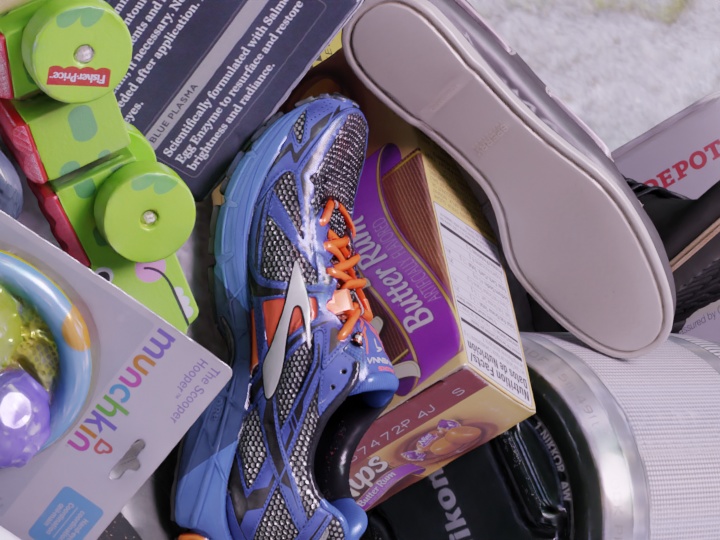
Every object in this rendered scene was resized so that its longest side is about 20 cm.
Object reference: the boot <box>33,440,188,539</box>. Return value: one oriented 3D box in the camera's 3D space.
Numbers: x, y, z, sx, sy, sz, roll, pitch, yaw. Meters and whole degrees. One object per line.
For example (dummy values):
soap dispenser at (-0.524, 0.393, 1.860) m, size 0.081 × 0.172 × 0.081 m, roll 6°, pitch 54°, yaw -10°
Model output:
boot at (-0.124, 0.046, 1.071) m, size 0.200 × 0.068 × 0.131 m, roll 57°, pitch 34°, yaw -14°

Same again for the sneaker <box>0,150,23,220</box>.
sneaker at (-0.206, -0.078, 1.000) m, size 0.200 × 0.078 × 0.086 m, roll 31°, pitch 29°, yaw 9°

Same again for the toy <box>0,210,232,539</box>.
toy at (-0.162, 0.029, 0.960) m, size 0.200 × 0.115 × 0.047 m, roll 36°, pitch 25°, yaw -9°

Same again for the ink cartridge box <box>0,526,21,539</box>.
ink cartridge box at (-0.190, 0.154, 0.941) m, size 0.200 × 0.044 × 0.174 m, roll 38°, pitch 55°, yaw -24°

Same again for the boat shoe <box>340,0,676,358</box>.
boat shoe at (0.072, -0.052, 1.125) m, size 0.200 × 0.067 × 0.057 m, roll 49°, pitch 31°, yaw -10°

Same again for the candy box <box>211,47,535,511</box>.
candy box at (0.000, 0.000, 1.150) m, size 0.056 × 0.117 × 0.200 m, roll 34°, pitch 34°, yaw -41°

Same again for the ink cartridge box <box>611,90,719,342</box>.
ink cartridge box at (0.198, 0.020, 1.352) m, size 0.083 × 0.145 × 0.200 m, roll -16°, pitch 78°, yaw -51°

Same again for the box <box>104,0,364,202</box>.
box at (-0.131, -0.157, 1.081) m, size 0.200 × 0.117 × 0.197 m, roll 30°, pitch 17°, yaw -32°

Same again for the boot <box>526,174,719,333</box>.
boot at (0.122, -0.036, 1.276) m, size 0.077 × 0.200 × 0.139 m, roll -15°, pitch 73°, yaw -38°

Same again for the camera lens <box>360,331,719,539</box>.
camera lens at (0.108, 0.108, 1.191) m, size 0.200 × 0.160 × 0.160 m, roll 2°, pitch 65°, yaw -46°

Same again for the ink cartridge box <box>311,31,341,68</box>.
ink cartridge box at (-0.038, -0.156, 1.297) m, size 0.200 × 0.047 × 0.198 m, roll 4°, pitch 64°, yaw -47°

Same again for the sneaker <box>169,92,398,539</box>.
sneaker at (-0.017, 0.027, 1.060) m, size 0.075 × 0.078 × 0.200 m, roll 14°, pitch 83°, yaw -64°

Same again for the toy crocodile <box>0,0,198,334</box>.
toy crocodile at (-0.111, -0.055, 0.986) m, size 0.068 × 0.062 × 0.200 m, roll 49°, pitch -17°, yaw 54°
